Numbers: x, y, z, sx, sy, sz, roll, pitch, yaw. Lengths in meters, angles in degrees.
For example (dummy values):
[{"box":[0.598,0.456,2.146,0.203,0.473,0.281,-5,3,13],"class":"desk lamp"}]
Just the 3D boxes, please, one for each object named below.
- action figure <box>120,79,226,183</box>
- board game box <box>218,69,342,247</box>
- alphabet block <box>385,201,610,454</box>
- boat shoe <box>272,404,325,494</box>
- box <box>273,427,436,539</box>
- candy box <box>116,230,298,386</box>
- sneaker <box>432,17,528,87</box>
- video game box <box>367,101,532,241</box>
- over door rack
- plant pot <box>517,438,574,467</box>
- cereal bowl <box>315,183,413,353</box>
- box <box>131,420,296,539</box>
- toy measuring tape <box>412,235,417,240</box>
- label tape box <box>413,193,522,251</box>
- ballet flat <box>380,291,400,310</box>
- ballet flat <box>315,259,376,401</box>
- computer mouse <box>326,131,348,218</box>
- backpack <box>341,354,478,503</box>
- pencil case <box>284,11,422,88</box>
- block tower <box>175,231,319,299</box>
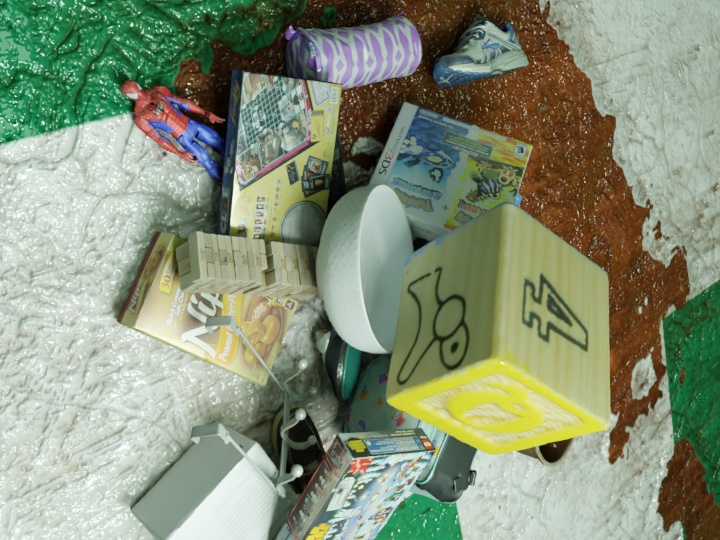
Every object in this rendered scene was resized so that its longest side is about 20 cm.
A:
[{"box":[-0.196,-0.158,0.913,0.199,0.051,0.066,35,79,-33],"class":"action figure"},{"box":[-0.097,-0.130,0.938,0.133,0.034,0.205,-1,106,-33],"class":"board game box"},{"box":[0.165,0.077,0.920,0.194,0.194,0.204,28,55,-25],"class":"alphabet block"},{"box":[-0.062,0.278,1.056,0.071,0.071,0.205,-24,110,-33],"class":"boat shoe"},{"box":[-0.011,0.273,0.919,0.135,0.040,0.202,5,124,-40],"class":"box"},{"box":[-0.180,0.049,0.944,0.198,0.055,0.118,31,75,-38],"class":"candy box"},{"box":[0.172,-0.332,1.175,0.198,0.076,0.087,-22,99,-42],"class":"sneaker"},{"box":[0.119,-0.124,1.063,0.047,0.196,0.185,96,15,-63],"class":"video game box"},{"box":[-0.105,0.160,0.894,0.200,0.065,0.150,49,30,-44],"class":"over door rack"},{"box":[0.209,0.170,1.158,0.198,0.195,0.206,-7,99,-53],"class":"plant pot"},{"box":[0.000,0.000,0.954,0.199,0.081,0.206,-4,90,-68],"class":"cereal bowl"},{"box":[-0.155,0.320,0.965,0.152,0.105,0.202,-44,120,-26],"class":"box"},{"box":[0.073,-0.089,1.103,0.198,0.073,0.074,-37,117,-9],"class":"toy measuring tape"},{"box":[0.150,-0.065,1.185,0.144,0.063,0.203,37,73,-35],"class":"label tape box"},{"box":[0.078,0.060,1.122,0.199,0.056,0.068,7,95,-62],"class":"ballet flat"},{"box":[-0.024,0.073,1.065,0.072,0.072,0.205,14,87,-38],"class":"ballet flat"},{"box":[-0.068,-0.110,1.020,0.136,0.052,0.205,-19,115,-29],"class":"computer mouse"},{"box":[0.064,0.204,1.066,0.152,0.198,0.179,35,70,-32],"class":"backpack"},{"box":[-0.010,-0.287,1.025,0.197,0.084,0.087,-19,84,-37],"class":"pencil case"},{"box":[-0.126,-0.003,0.914,0.198,0.057,0.055,7,67,-50],"class":"block tower"}]
